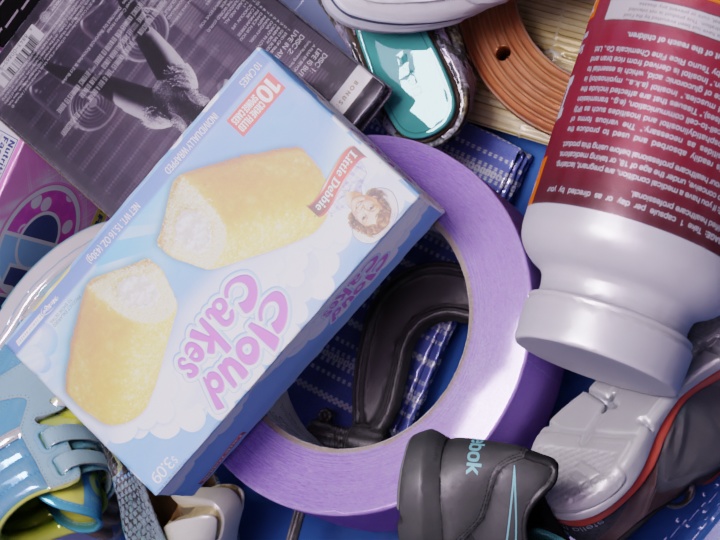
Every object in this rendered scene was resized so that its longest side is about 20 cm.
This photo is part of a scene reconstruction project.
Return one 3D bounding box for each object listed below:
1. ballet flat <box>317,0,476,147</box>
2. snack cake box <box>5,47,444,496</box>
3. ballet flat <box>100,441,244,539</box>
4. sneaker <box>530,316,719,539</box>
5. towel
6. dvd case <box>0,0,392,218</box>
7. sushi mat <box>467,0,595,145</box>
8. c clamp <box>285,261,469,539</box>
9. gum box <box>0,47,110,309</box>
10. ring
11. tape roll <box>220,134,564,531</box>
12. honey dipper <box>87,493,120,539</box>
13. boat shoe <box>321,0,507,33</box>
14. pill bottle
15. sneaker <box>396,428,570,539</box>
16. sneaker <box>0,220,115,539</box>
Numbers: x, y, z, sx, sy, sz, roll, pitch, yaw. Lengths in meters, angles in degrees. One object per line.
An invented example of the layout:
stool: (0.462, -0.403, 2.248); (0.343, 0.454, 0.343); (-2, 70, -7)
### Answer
ballet flat: (0.009, -0.159, 1.200); (0.072, 0.072, 0.202); (-23, 85, 21)
snack cake box: (-0.068, 0.003, 1.114); (0.115, 0.067, 0.200); (42, 95, 14)
ballet flat: (-0.101, 0.112, 1.208); (0.074, 0.074, 0.201); (-13, 109, 24)
sneaker: (0.169, 0.065, 1.130); (0.200, 0.082, 0.077); (-42, 42, -7)
towel: (0.000, 0.000, 1.244); (0.144, 0.024, 0.201); (25, 92, 28)
dvd case: (-0.100, -0.096, 1.188); (0.200, 0.016, 0.149); (40, 94, 22)
sushi mat: (0.103, -0.117, 1.205); (0.199, 0.012, 0.096); (19, 82, 26)
c clamp: (0.065, 0.084, 1.183); (0.198, 0.027, 0.172); (6, 82, 17)
gum box: (-0.209, -0.033, 1.294); (0.066, 0.113, 0.201); (28, 95, 27)
ring: (0.146, -0.161, 1.182); (0.199, 0.019, 0.202); (-6, 74, 21)
tape roll: (0.006, 0.033, 1.161); (0.198, 0.066, 0.202); (-6, 74, 21)
honey dipper: (-0.118, 0.060, 1.283); (0.038, 0.038, 0.201); (27, 92, 26)
boat shoe: (0.073, -0.177, 1.132); (0.198, 0.067, 0.074); (-18, 85, -4)
pill bottle: (0.145, -0.047, 1.076); (0.112, 0.113, 0.202); (15, 80, 27)
sneaker: (0.069, 0.172, 1.079); (0.079, 0.076, 0.202); (-4, 117, 13)
sneaker: (-0.161, 0.075, 1.250); (0.130, 0.080, 0.200); (36, 80, 30)
